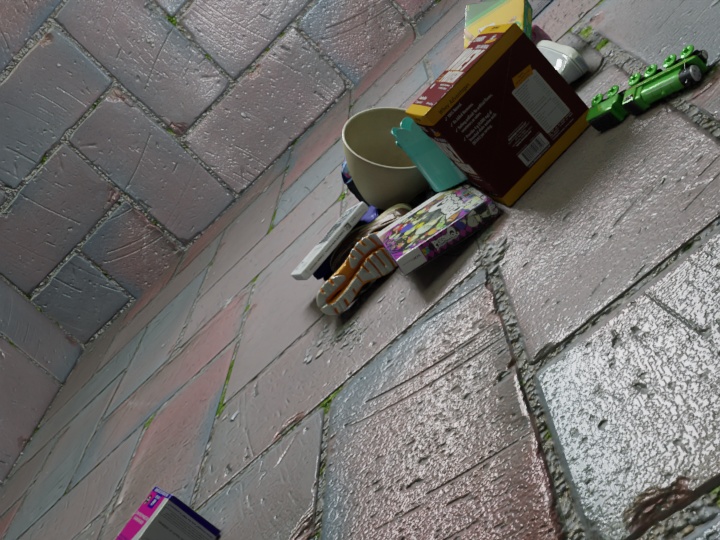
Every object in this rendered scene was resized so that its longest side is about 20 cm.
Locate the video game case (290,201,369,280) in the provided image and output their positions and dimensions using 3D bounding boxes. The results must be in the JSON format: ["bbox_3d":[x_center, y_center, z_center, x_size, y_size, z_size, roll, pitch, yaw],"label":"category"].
[{"bbox_3d":[-0.063,-0.054,1.772,0.182,0.023,0.200,-50,6,-7],"label":"video game case"}]

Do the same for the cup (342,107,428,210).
[{"bbox_3d":[0.058,-0.204,1.765,0.201,0.199,0.144,-63,-14,-46],"label":"cup"}]

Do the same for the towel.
[{"bbox_3d":[-0.011,-0.065,1.858,0.200,0.050,0.148,-40,10,24],"label":"towel"}]

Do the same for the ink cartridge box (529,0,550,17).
[{"bbox_3d":[0.380,-0.646,2.189,0.200,0.075,0.165,-43,18,12],"label":"ink cartridge box"}]

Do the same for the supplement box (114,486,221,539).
[{"bbox_3d":[-0.317,0.436,1.334,0.201,0.103,0.101,-55,19,-21],"label":"supplement box"}]

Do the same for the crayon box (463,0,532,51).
[{"bbox_3d":[0.260,-0.411,1.714,0.118,0.058,0.202,-2,77,27],"label":"crayon box"}]

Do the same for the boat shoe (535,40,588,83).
[{"bbox_3d":[0.341,-0.366,1.630,0.071,0.070,0.201,-43,18,4],"label":"boat shoe"}]

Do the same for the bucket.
[{"bbox_3d":[0.171,-0.242,1.585,0.206,0.135,0.207,-31,12,7],"label":"bucket"}]

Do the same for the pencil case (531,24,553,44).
[{"bbox_3d":[0.296,-0.388,1.774,0.200,0.087,0.088,-44,16,12],"label":"pencil case"}]

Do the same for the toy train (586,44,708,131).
[{"bbox_3d":[0.400,-0.252,1.270,0.200,0.042,0.057,-24,37,53],"label":"toy train"}]

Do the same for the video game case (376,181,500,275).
[{"bbox_3d":[0.123,-0.076,1.493,0.181,0.036,0.200,-33,17,2],"label":"video game case"}]

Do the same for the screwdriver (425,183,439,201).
[{"bbox_3d":[0.133,-0.156,1.733,0.028,0.029,0.200,-42,17,13],"label":"screwdriver"}]

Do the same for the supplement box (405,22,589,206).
[{"bbox_3d":[0.217,-0.247,1.425,0.197,0.200,0.133,-45,16,2],"label":"supplement box"}]

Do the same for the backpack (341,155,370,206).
[{"bbox_3d":[0.053,-0.244,1.960,0.182,0.135,0.200,-39,15,20],"label":"backpack"}]

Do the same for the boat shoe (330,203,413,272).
[{"bbox_3d":[0.020,-0.047,1.690,0.199,0.072,0.072,-34,18,19],"label":"boat shoe"}]

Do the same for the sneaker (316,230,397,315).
[{"bbox_3d":[0.000,0.000,1.625,0.200,0.078,0.077,-40,-4,-1],"label":"sneaker"}]
